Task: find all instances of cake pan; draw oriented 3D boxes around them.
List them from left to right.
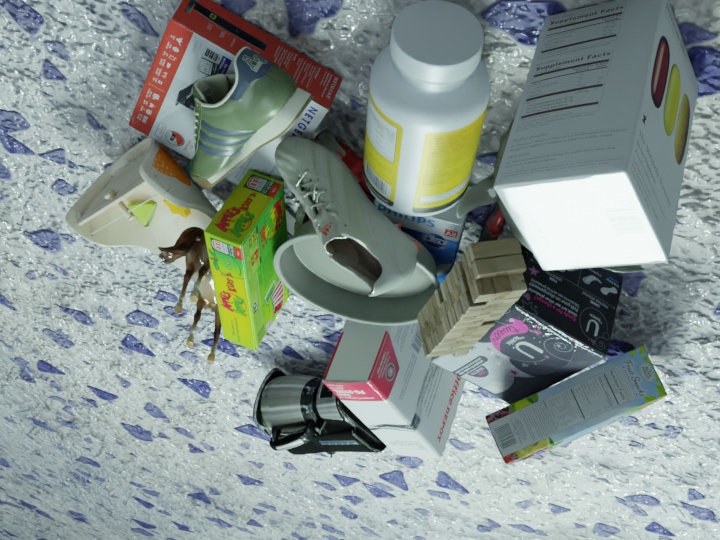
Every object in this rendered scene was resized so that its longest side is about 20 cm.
[{"bbox_3d":[0.000,0.000,1.108,0.199,0.037,0.201,11,151,6],"label":"cake pan"}]

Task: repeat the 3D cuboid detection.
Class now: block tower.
[{"bbox_3d":[0.114,0.036,1.028,0.057,0.054,0.200,-6,156,-16],"label":"block tower"}]

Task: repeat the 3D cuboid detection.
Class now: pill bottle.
[{"bbox_3d":[0.062,-0.150,0.910,0.111,0.112,0.200,16,148,7],"label":"pill bottle"}]

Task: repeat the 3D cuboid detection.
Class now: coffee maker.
[{"bbox_3d":[-0.037,0.224,1.533,0.199,0.136,0.192,-10,160,41],"label":"coffee maker"}]

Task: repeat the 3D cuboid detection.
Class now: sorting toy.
[{"bbox_3d":[-0.230,-0.066,1.188,0.180,0.107,0.199,44,142,-23],"label":"sorting toy"}]

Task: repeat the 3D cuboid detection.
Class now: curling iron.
[{"bbox_3d":[0.161,-0.049,1.082,0.049,0.026,0.200,26,148,-2],"label":"curling iron"}]

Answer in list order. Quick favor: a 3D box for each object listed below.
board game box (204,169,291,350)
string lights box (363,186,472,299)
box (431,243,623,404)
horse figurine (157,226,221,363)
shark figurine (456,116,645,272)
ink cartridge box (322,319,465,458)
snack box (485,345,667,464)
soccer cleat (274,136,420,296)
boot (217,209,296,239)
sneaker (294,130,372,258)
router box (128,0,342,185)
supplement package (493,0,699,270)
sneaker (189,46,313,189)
[{"bbox_3d":[-0.126,-0.008,1.127,0.047,0.102,0.201,19,144,14],"label":"board game box"},{"bbox_3d":[0.064,-0.031,1.134,0.102,0.059,0.200,17,148,7],"label":"string lights box"},{"bbox_3d":[0.192,0.061,1.147,0.132,0.115,0.200,28,147,-12],"label":"box"},{"bbox_3d":[-0.187,0.013,1.142,0.050,0.133,0.201,2,143,6],"label":"horse figurine"},{"bbox_3d":[0.188,-0.046,0.965,0.215,0.128,0.090,49,180,-30],"label":"shark figurine"},{"bbox_3d":[0.053,0.145,1.322,0.084,0.145,0.200,-5,140,37],"label":"ink cartridge box"},{"bbox_3d":[0.262,0.164,1.162,0.199,0.068,0.169,-28,165,11],"label":"snack box"},{"bbox_3d":[-0.025,-0.059,0.980,0.200,0.077,0.069,46,140,12],"label":"soccer cleat"},{"bbox_3d":[-0.098,-0.019,1.248,0.090,0.073,0.200,-9,130,49],"label":"boot"},{"bbox_3d":[-0.025,-0.066,1.097,0.085,0.077,0.200,33,153,22],"label":"sneaker"},{"bbox_3d":[-0.139,-0.181,1.037,0.179,0.049,0.200,28,147,-11],"label":"router box"},{"bbox_3d":[0.201,-0.115,0.798,0.109,0.201,0.114,-4,142,35],"label":"supplement package"},{"bbox_3d":[-0.134,-0.157,0.970,0.090,0.067,0.200,42,142,-18],"label":"sneaker"}]
